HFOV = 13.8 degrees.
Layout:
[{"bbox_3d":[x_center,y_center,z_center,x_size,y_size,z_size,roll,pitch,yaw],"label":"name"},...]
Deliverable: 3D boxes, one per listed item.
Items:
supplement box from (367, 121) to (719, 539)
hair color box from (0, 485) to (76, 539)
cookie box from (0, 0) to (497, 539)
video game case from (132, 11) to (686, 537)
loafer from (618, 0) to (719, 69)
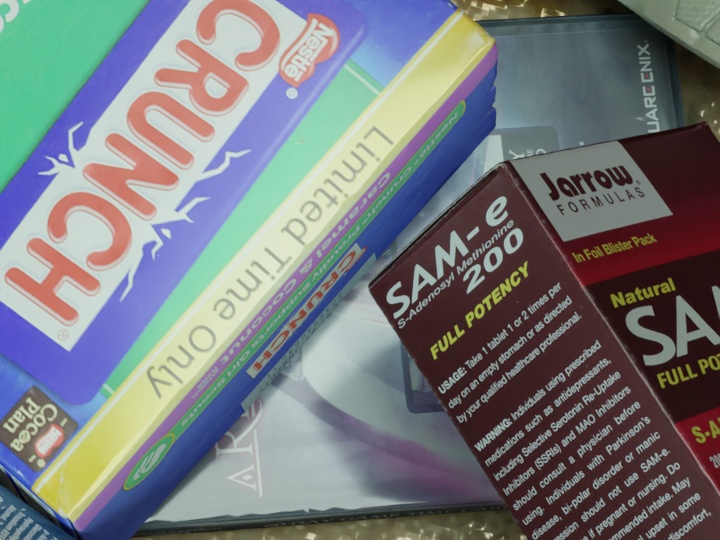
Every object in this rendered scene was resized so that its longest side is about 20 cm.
[{"bbox_3d":[0.100,0.062,0.774,0.109,0.061,0.200,-13,65,-52],"label":"supplement box"},{"bbox_3d":[-0.103,0.116,0.764,0.200,0.100,0.061,35,32,2],"label":"hair color box"},{"bbox_3d":[-0.090,-0.052,0.808,0.200,0.075,0.171,40,81,11],"label":"cookie box"},{"bbox_3d":[0.000,0.000,0.856,0.199,0.019,0.144,-4,76,-9],"label":"video game case"},{"bbox_3d":[0.073,-0.118,0.880,0.200,0.063,0.072,40,103,14],"label":"loafer"}]
